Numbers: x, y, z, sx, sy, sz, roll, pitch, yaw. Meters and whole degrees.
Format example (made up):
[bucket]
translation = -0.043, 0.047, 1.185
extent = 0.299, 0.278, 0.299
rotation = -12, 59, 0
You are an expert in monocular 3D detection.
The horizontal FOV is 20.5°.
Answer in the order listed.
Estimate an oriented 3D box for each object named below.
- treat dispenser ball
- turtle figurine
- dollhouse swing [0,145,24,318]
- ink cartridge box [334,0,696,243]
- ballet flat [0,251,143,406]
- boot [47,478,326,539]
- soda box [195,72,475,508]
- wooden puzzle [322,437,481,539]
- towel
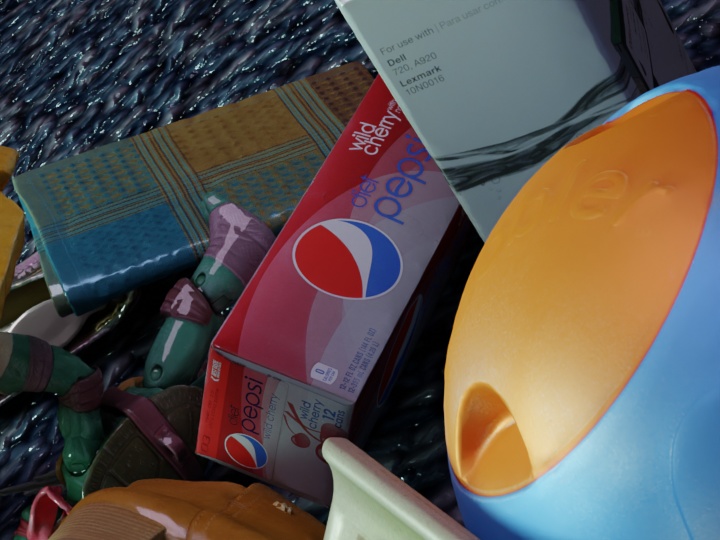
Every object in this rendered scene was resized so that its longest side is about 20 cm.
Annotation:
[treat dispenser ball]
translation = 0.124, 0.040, 0.579
extent = 0.200, 0.201, 0.201
rotation = -26, 33, 18
[turtle figurine]
translation = -0.104, 0.068, 0.862
extent = 0.101, 0.150, 0.200
rotation = 35, 66, 24
[dollhouse swing]
translation = -0.237, 0.069, 0.804
extent = 0.181, 0.176, 0.201
rotation = 8, 41, -1
[ink cartridge box]
translation = 0.074, -0.083, 0.790
extent = 0.084, 0.200, 0.146
rotation = -21, 34, 19
[ballet flat]
translation = -0.195, 0.045, 1.019
extent = 0.200, 0.069, 0.071
rotation = -34, 12, -1
[boot]
translation = -0.015, 0.124, 0.726
extent = 0.144, 0.200, 0.071
rotation = -21, -49, -76
[soda box]
translation = 0.000, 0.000, 0.841
extent = 0.063, 0.070, 0.200
rotation = 20, 44, 9
[wooden puzzle]
translation = 0.015, 0.168, 0.553
extent = 0.185, 0.037, 0.201
rotation = 30, 115, 57
[towel]
translation = -0.072, -0.045, 1.013
extent = 0.199, 0.022, 0.147
rotation = -19, 31, -7
